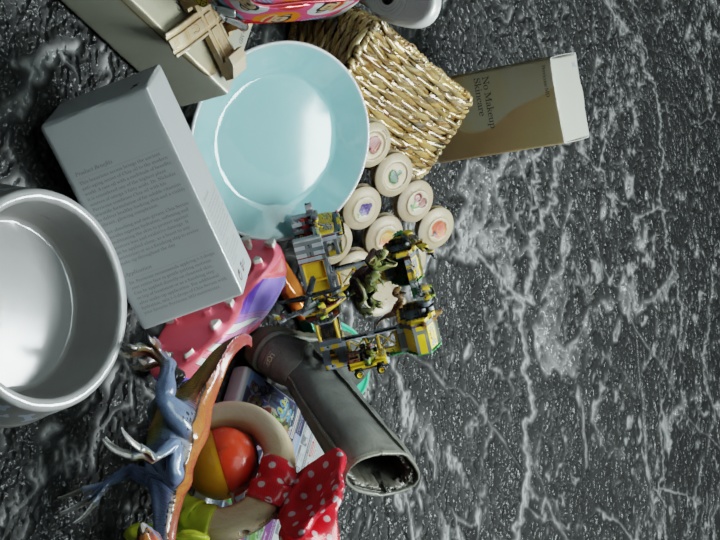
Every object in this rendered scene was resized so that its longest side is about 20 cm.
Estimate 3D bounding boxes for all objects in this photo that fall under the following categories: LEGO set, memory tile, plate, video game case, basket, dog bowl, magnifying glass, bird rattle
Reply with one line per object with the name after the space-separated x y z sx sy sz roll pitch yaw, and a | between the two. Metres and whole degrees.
0.000 0.000 1.254 0.200 0.152 0.117 -85 163 -59 | LEGO set
0.014 -0.053 1.401 0.153 0.017 0.200 -47 131 -7 | memory tile
-0.082 -0.129 1.287 0.199 0.026 0.202 -10 110 -28 | plate
-0.092 0.224 1.275 0.182 0.023 0.201 43 53 -42 | video game case
-0.002 -0.199 1.430 0.200 0.149 0.143 30 95 -48 | basket
-0.269 0.025 1.033 0.199 0.058 0.202 14 73 -53 | dog bowl
-0.046 0.060 1.364 0.201 0.022 0.080 56 44 -31 | magnifying glass
-0.111 0.184 1.123 0.164 0.199 0.113 67 6 33 | bird rattle

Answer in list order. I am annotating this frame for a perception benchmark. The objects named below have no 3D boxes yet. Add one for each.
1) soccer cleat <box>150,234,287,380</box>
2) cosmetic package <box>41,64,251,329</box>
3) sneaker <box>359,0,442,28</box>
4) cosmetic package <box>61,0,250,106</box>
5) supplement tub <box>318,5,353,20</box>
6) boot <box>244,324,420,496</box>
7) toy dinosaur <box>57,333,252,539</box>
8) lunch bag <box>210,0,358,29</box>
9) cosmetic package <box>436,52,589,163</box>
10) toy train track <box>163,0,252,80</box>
-0.127 0.048 1.224 0.200 0.066 0.077 -56 141 -41 | soccer cleat
-0.181 -0.062 1.117 0.071 0.101 0.201 -85 155 -66 | cosmetic package
0.038 -0.310 1.398 0.111 0.200 0.073 7 113 -51 | sneaker
-0.192 -0.251 1.170 0.200 0.073 0.104 41 53 -42 | cosmetic package
-0.081 -0.352 1.288 0.200 0.131 0.133 27 63 -47 | supplement tub
-0.004 0.134 1.249 0.181 0.200 0.073 6 114 -47 | boot
-0.153 0.148 1.062 0.199 0.105 0.183 -14 73 -18 | toy dinosaur
-0.081 -0.319 1.131 0.175 0.082 0.202 -12 92 -32 | lunch bag
0.162 -0.190 1.536 0.071 0.199 0.106 -21 101 -53 | cosmetic package
-0.147 -0.265 1.145 0.115 0.032 0.201 -51 123 -44 | toy train track
